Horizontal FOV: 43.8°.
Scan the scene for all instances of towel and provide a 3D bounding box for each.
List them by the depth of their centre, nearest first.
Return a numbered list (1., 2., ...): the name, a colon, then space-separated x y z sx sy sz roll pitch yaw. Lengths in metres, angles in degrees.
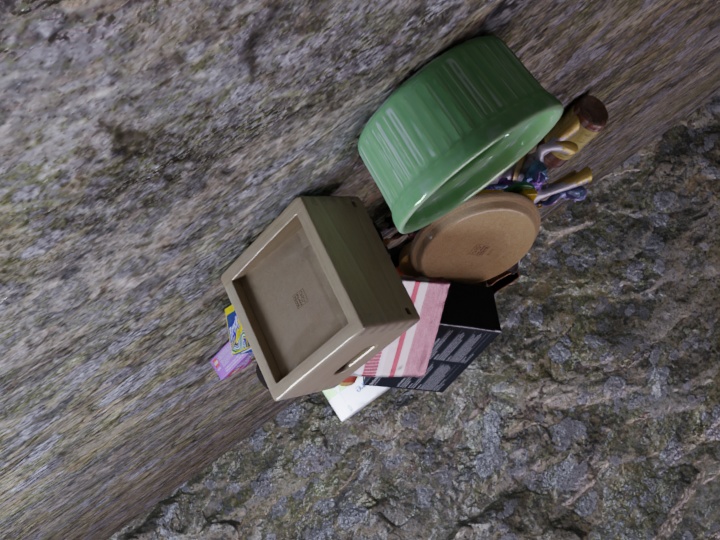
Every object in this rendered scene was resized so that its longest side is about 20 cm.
1. towel: 0.013 0.071 1.159 0.196 0.023 0.147 4 112 -26

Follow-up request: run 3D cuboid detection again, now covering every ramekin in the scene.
1. ramekin: 0.092 -0.135 0.879 0.198 0.099 0.200 -35 172 -6

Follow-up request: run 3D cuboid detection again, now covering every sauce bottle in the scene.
1. sauce bottle: 0.345 -0.222 1.543 0.065 0.067 0.200 -29 172 -32

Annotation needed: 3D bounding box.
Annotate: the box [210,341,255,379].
1. box: -0.136 0.088 1.402 0.136 0.039 0.200 -26 167 -47

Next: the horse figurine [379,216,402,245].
1. horse figurine: 0.095 -0.103 1.220 0.200 0.050 0.132 -43 176 22

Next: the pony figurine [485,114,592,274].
1. pony figurine: 0.247 -0.123 1.357 0.196 0.168 0.196 -19 132 -7

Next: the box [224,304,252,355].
1. box: -0.074 0.063 1.179 0.196 0.066 0.070 -7 170 -29

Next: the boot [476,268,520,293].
1. boot: 0.205 -0.032 1.461 0.185 0.070 0.200 -23 -157 -10

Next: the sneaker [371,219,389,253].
1. sneaker: -0.018 -0.022 1.179 0.080 0.076 0.200 -27 173 12

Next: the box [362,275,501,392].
1. box: 0.097 0.099 1.319 0.138 0.080 0.201 6 146 -22

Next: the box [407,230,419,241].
1. box: 0.182 -0.119 1.533 0.198 0.038 0.137 -29 169 -40

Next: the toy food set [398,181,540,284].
1. toy food set: 0.158 -0.046 1.242 0.193 0.049 0.202 -3 143 -20

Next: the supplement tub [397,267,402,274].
1. supplement tub: 0.091 0.030 1.700 0.121 0.124 0.200 -32 171 -17

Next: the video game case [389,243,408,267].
1. video game case: 0.000 0.000 1.321 0.140 0.019 0.199 -17 -173 28

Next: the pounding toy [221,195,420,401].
1. pounding toy: -0.053 0.028 1.003 0.141 0.187 0.199 -4 151 -50

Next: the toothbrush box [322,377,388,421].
1. toothbrush box: -0.020 0.123 1.505 0.145 0.202 0.086 -38 170 20

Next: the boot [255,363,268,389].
1. boot: -0.061 0.082 1.341 0.198 0.065 0.187 -35 172 -29

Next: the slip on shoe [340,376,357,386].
1. slip on shoe: -0.010 0.083 1.304 0.202 0.072 0.062 -76 176 -46
